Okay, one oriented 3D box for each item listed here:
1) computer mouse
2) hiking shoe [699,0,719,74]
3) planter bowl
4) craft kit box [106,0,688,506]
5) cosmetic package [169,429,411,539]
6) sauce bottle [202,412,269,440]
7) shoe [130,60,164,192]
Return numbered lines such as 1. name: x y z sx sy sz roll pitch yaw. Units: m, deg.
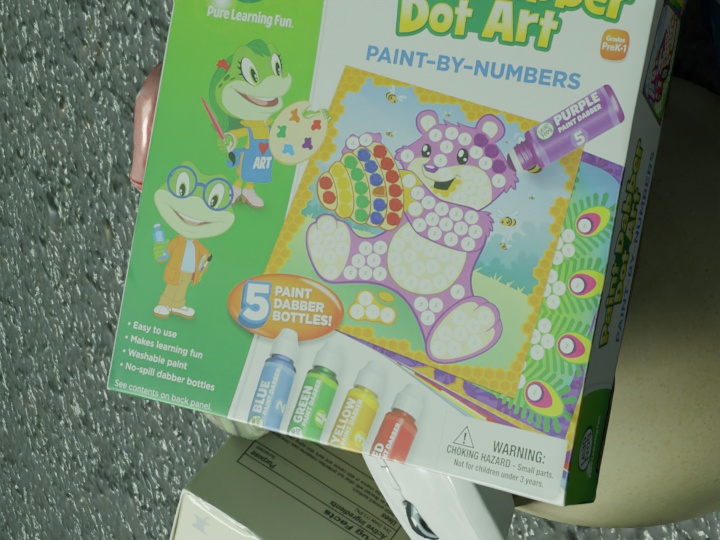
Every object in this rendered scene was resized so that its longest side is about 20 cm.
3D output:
1. computer mouse: 0.025 0.087 0.693 0.109 0.044 0.202 -8 99 59
2. hiking shoe: 0.146 -0.137 0.642 0.087 0.074 0.202 168 96 -66
3. planter bowl: 0.088 0.026 0.735 0.200 0.134 0.202 31 129 47
4. craft kit box: 0.011 -0.031 0.641 0.199 0.048 0.199 11 89 25
5. cosmetic package: 0.003 0.091 0.828 0.105 0.200 0.071 32 136 14
6. sauce bottle: 0.000 0.000 0.808 0.064 0.200 0.065 31 144 27
7. shoe: -0.054 -0.024 0.864 0.091 0.072 0.201 31 156 28
